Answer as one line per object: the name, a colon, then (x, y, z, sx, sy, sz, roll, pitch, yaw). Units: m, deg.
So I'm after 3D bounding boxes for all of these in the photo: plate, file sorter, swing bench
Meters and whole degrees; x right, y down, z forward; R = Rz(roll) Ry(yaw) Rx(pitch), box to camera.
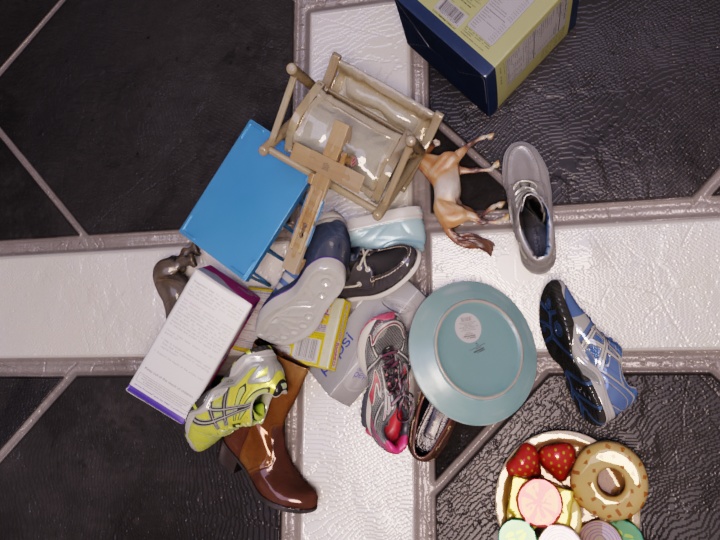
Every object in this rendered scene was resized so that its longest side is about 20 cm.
plate: (0.162, 0.111, 0.897, 0.194, 0.026, 0.206, 4, 73, -13)
file sorter: (-0.154, -0.095, 1.008, 0.137, 0.123, 0.203, 33, 88, 17)
swing bench: (-0.006, -0.199, 0.921, 0.196, 0.200, 0.132, 30, 118, 5)

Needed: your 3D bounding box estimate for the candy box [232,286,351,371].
candy box: (-0.108, 0.085, 0.977, 0.196, 0.026, 0.105, 6, 74, 36)

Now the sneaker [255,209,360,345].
sneaker: (-0.081, 0.002, 0.934, 0.200, 0.079, 0.149, -45, 30, 36)

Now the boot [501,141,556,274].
boot: (0.247, -0.102, 0.925, 0.072, 0.096, 0.206, -12, 77, 11)

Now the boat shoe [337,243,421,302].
boat shoe: (0.000, 0.000, 0.939, 0.197, 0.060, 0.075, -18, 38, 42)

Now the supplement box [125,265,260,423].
supplement box: (-0.245, 0.105, 0.961, 0.102, 0.101, 0.203, 30, 93, -3)

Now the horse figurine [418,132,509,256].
horse figurine: (0.151, -0.120, 0.976, 0.129, 0.050, 0.206, -10, 77, 11)

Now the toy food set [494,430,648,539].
toy food set: (0.279, 0.320, 0.862, 0.194, 0.049, 0.204, 9, 82, 15)

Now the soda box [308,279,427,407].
soda box: (0.015, 0.098, 0.951, 0.201, 0.063, 0.068, -49, 51, 1)

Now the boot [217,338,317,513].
boot: (-0.110, 0.228, 0.946, 0.186, 0.068, 0.204, 29, 104, 30)

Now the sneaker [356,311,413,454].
sneaker: (0.044, 0.155, 0.896, 0.079, 0.075, 0.206, -11, 111, -21)

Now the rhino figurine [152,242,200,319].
rhino figurine: (-0.279, 0.064, 1.041, 0.085, 0.060, 0.205, -21, 81, 7)

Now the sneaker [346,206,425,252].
sneaker: (0.006, -0.036, 0.985, 0.195, 0.074, 0.084, -15, 80, 15)

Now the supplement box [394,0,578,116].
supplement box: (0.192, -0.393, 0.973, 0.200, 0.134, 0.200, -45, 73, 2)

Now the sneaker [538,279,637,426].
sneaker: (0.311, 0.106, 0.892, 0.075, 0.076, 0.205, -16, 75, -13)

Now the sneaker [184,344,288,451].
sneaker: (-0.179, 0.197, 0.908, 0.201, 0.075, 0.077, -49, 65, 22)

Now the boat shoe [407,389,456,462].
boat shoe: (0.121, 0.174, 0.918, 0.069, 0.070, 0.205, 17, 83, 14)

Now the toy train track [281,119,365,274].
toy train track: (-0.052, -0.092, 0.836, 0.113, 0.032, 0.204, 28, 104, 24)
